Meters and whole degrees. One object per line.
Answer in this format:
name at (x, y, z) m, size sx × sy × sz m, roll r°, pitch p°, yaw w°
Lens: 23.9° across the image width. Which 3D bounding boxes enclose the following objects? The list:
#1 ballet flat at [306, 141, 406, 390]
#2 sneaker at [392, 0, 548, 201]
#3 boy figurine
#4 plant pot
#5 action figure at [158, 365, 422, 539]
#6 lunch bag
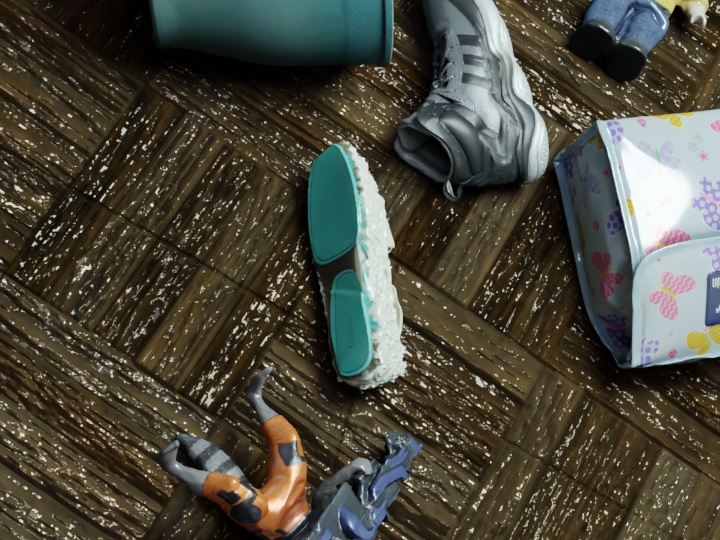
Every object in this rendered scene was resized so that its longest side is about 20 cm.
ballet flat at (0.000, 0.000, 1.352) m, size 0.071 × 0.072 × 0.202 m, roll 0°, pitch 73°, yaw -18°
sneaker at (0.073, -0.154, 1.417) m, size 0.113 × 0.075 × 0.201 m, roll -19°, pitch 80°, yaw -26°
boy figurine at (0.265, -0.264, 1.532) m, size 0.124 × 0.064 × 0.201 m, roll 33°, pitch 67°, yaw -1°
plant pot at (-0.080, -0.251, 1.351) m, size 0.186 × 0.200 × 0.202 m, roll -8°, pitch 72°, yaw -5°
action figure at (-0.041, 0.171, 1.270) m, size 0.194 × 0.104 × 0.200 m, roll 54°, pitch 37°, yaw -1°
lunch bag at (0.272, -0.026, 1.412) m, size 0.168 × 0.127 × 0.202 m, roll -6°, pitch 79°, yaw -18°
